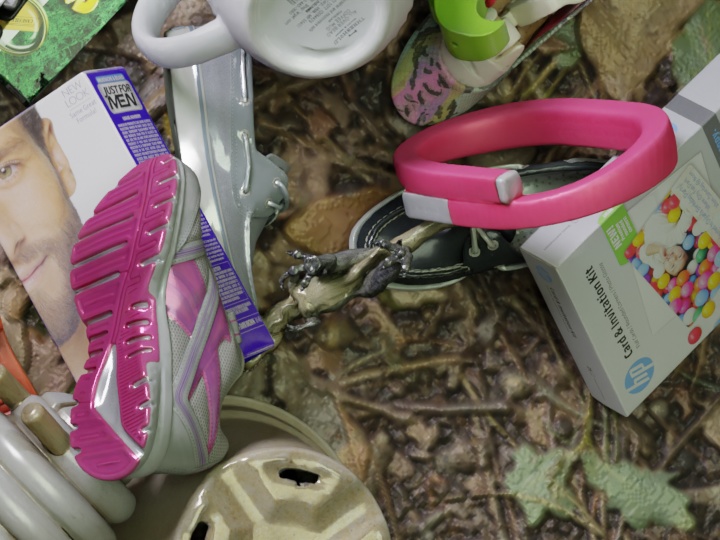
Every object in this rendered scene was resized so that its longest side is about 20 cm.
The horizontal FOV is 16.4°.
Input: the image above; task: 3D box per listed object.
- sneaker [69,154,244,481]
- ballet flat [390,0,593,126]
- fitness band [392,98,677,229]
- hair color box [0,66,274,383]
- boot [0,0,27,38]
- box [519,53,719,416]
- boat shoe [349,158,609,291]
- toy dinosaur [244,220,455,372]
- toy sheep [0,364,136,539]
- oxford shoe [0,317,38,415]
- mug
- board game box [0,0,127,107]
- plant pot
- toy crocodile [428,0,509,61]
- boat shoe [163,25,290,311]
[{"bbox_3d":[-0.114,0.032,1.453,0.088,0.081,0.201,22,65,-45],"label":"sneaker"},{"bbox_3d":[0.104,-0.170,1.652,0.200,0.071,0.069,-40,108,-15],"label":"ballet flat"},{"bbox_3d":[0.108,-0.072,1.574,0.143,0.200,0.038,-28,113,-31],"label":"fitness band"},{"bbox_3d":[-0.152,-0.012,1.536,0.109,0.065,0.201,-31,85,21],"label":"hair color box"},{"bbox_3d":[-0.240,-0.222,1.540,0.130,0.068,0.201,29,86,12],"label":"boot"},{"bbox_3d":[0.208,-0.025,1.646,0.200,0.041,0.156,-42,134,-14],"label":"box"},{"bbox_3d":[0.091,-0.036,1.644,0.199,0.060,0.076,-18,91,-17],"label":"boat shoe"},{"bbox_3d":[0.000,0.000,1.578,0.199,0.088,0.048,-26,80,6],"label":"toy dinosaur"},{"bbox_3d":[-0.200,0.133,1.465,0.200,0.138,0.138,-41,97,-5],"label":"toy sheep"},{"bbox_3d":[-0.238,0.071,1.542,0.071,0.073,0.201,-14,109,-14],"label":"oxford shoe"},{"bbox_3d":[-0.054,-0.191,1.535,0.199,0.176,0.148,-27,125,14],"label":"mug"},{"bbox_3d":[-0.184,-0.212,1.600,0.105,0.023,0.200,43,76,-11],"label":"board game box"},{"bbox_3d":[-0.066,0.173,1.520,0.200,0.183,0.201,1,85,-16],"label":"plant pot"},{"bbox_3d":[0.080,-0.219,1.621,0.061,0.068,0.200,3,48,16],"label":"toy crocodile"},{"bbox_3d":[-0.079,-0.061,1.591,0.071,0.070,0.202,-9,85,-9],"label":"boat shoe"}]
